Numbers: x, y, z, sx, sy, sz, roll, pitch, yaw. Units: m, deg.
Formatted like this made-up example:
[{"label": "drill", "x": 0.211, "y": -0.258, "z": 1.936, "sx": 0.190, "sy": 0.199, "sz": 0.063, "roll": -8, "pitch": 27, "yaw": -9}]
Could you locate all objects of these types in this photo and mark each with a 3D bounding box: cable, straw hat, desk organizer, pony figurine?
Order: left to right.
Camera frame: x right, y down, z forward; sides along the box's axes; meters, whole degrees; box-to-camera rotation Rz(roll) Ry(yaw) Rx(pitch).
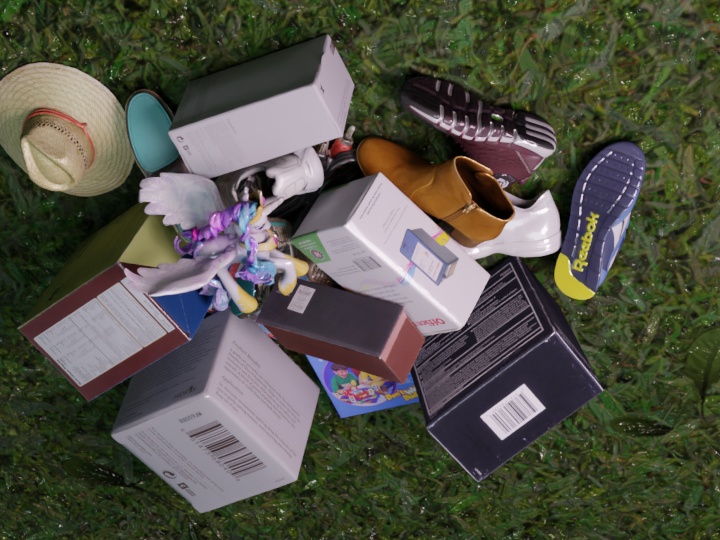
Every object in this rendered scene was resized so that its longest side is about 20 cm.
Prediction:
[{"label": "straw hat", "x": -0.380, "y": -0.150, "z": 1.607, "sx": 0.197, "sy": 0.086, "sz": 0.203, "roll": 5, "pitch": 131, "yaw": 6}, {"label": "pony figurine", "x": -0.163, "y": -0.027, "z": 1.510, "sx": 0.190, "sy": 0.169, "sz": 0.201, "roll": -7, "pitch": 150, "yaw": 8}, {"label": "cable", "x": -0.060, "y": -0.112, "z": 1.620, "sx": 0.096, "sy": 0.051, "sz": 0.201, "roll": 11, "pitch": 138, "yaw": -17}, {"label": "desk organizer", "x": -0.025, "y": 0.073, "z": 1.605, "sx": 0.198, "sy": 0.072, "sz": 0.077, "roll": 14, "pitch": 157, "yaw": 35}]

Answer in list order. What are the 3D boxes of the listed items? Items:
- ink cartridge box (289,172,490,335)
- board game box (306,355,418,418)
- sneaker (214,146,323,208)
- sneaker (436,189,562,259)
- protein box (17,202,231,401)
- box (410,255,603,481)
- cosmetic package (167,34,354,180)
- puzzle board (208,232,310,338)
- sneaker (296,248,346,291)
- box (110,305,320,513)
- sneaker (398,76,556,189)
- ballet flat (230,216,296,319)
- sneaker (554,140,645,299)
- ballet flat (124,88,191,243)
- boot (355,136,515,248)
[{"label": "ink cartridge box", "x": 0.036, "y": -0.013, "z": 1.560, "sx": 0.200, "sy": 0.088, "sz": 0.145, "roll": 42, "pitch": 155, "yaw": -19}, {"label": "board game box", "x": 0.039, "y": 0.125, "z": 1.791, "sx": 0.197, "sy": 0.045, "sz": 0.135, "roll": -13, "pitch": 126, "yaw": 20}, {"label": "sneaker", "x": -0.134, "y": -0.102, "z": 1.580, "sx": 0.199, "sy": 0.081, "sz": 0.076, "roll": -19, "pitch": 99, "yaw": 47}, {"label": "sneaker", "x": 0.151, "y": -0.063, "z": 1.609, "sx": 0.197, "sy": 0.075, "sz": 0.090, "roll": -5, "pitch": 109, "yaw": 18}, {"label": "protein box", "x": -0.293, "y": 0.025, "z": 1.653, "sx": 0.199, "sy": 0.199, "sz": 0.135, "roll": -29, "pitch": 112, "yaw": 31}, {"label": "box", "x": 0.174, "y": 0.119, "z": 1.629, "sx": 0.199, "sy": 0.199, "sz": 0.123, "roll": -37, "pitch": 119, "yaw": 12}, {"label": "cosmetic package", "x": -0.114, "y": -0.190, "z": 1.512, "sx": 0.197, "sy": 0.114, "sz": 0.082, "roll": -12, "pitch": 128, "yaw": 22}, {"label": "puzzle board", "x": -0.142, "y": 0.004, "z": 1.740, "sx": 0.149, "sy": 0.018, "sz": 0.201, "roll": 22, "pitch": 130, "yaw": -9}, {"label": "sneaker", "x": 0.000, "y": 0.000, "z": 1.686, "sx": 0.199, "sy": 0.076, "sz": 0.071, "roll": 27, "pitch": 110, "yaw": -40}, {"label": "box", "x": -0.199, "y": 0.195, "z": 1.798, "sx": 0.198, "sy": 0.173, "sz": 0.199, "roll": -23, "pitch": 125, "yaw": 33}, {"label": "sneaker", "x": 0.124, "y": -0.146, "z": 1.531, "sx": 0.197, "sy": 0.076, "sz": 0.116, "roll": 20, "pitch": 133, "yaw": -8}, {"label": "ballet flat", "x": -0.120, "y": 0.000, "z": 1.674, "sx": 0.074, "sy": 0.069, "sz": 0.201, "roll": -3, "pitch": 146, "yaw": -16}, {"label": "sneaker", "x": 0.294, "y": -0.067, "z": 1.574, "sx": 0.073, "sy": 0.082, "sz": 0.202, "roll": 27, "pitch": 115, "yaw": 19}, {"label": "ballet flat", "x": -0.235, "y": -0.128, "z": 1.604, "sx": 0.070, "sy": 0.065, "sz": 0.203, "roll": -20, "pitch": 97, "yaw": 6}, {"label": "boot", "x": 0.089, "y": -0.110, "z": 1.510, "sx": 0.200, "sy": 0.071, "sz": 0.144, "roll": 39, "pitch": 160, "yaw": 1}]
